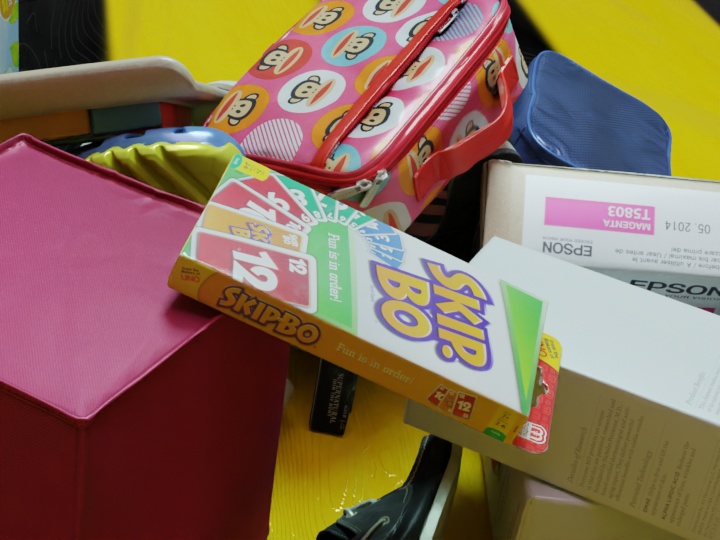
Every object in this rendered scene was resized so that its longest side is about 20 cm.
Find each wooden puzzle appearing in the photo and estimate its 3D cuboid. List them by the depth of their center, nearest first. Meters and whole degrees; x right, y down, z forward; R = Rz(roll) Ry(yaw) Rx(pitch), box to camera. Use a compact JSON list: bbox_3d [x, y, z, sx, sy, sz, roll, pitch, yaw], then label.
[{"bbox_3d":[-0.183,-0.097,0.912,0.184,0.037,0.200,-6,0,3],"label":"wooden puzzle"}]

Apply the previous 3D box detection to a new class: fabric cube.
[{"bbox_3d":[-0.167,0.076,0.746,0.199,0.200,0.196,22,34,21],"label":"fabric cube"}]

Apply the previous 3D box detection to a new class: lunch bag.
[{"bbox_3d":[0.013,-0.101,0.904,0.175,0.082,0.200,14,52,35],"label":"lunch bag"},{"bbox_3d":[0.160,-0.071,1.144,0.135,0.133,0.200,29,33,-5],"label":"lunch bag"}]

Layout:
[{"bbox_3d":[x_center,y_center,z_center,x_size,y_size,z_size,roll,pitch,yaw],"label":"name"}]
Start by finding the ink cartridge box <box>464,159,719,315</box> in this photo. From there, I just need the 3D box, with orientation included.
[{"bbox_3d":[0.173,0.001,0.981,0.199,0.165,0.076,6,67,2],"label":"ink cartridge box"}]

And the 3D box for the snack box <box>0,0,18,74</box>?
[{"bbox_3d":[-0.302,-0.109,1.020,0.067,0.201,0.169,11,30,4],"label":"snack box"}]

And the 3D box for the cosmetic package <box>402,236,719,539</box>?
[{"bbox_3d":[0.137,0.064,0.798,0.199,0.082,0.113,20,32,20],"label":"cosmetic package"}]

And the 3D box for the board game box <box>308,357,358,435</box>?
[{"bbox_3d":[0.000,0.000,0.981,0.028,0.136,0.200,11,31,2],"label":"board game box"}]

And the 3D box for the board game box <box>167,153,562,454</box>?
[{"bbox_3d":[0.011,0.016,0.707,0.199,0.030,0.096,27,37,-5],"label":"board game box"}]

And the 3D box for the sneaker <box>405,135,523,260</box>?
[{"bbox_3d":[0.059,-0.063,1.038,0.070,0.200,0.082,-12,67,-24],"label":"sneaker"}]

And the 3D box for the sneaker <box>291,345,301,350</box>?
[{"bbox_3d":[-0.042,-0.050,1.007,0.075,0.105,0.201,3,64,-43],"label":"sneaker"}]

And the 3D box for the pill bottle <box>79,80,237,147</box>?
[{"bbox_3d":[-0.149,-0.065,1.074,0.111,0.112,0.200,23,33,23],"label":"pill bottle"}]

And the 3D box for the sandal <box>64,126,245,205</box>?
[{"bbox_3d":[-0.159,-0.054,0.876,0.199,0.080,0.087,-12,38,22],"label":"sandal"}]

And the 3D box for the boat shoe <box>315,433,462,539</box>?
[{"bbox_3d":[0.011,0.149,0.794,0.067,0.072,0.200,20,34,10],"label":"boat shoe"}]

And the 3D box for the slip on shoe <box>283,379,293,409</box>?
[{"bbox_3d":[-0.144,0.066,0.912,0.199,0.076,0.061,18,70,0],"label":"slip on shoe"}]

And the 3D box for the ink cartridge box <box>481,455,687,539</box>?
[{"bbox_3d":[0.153,0.113,0.881,0.144,0.084,0.200,6,31,-4],"label":"ink cartridge box"}]
